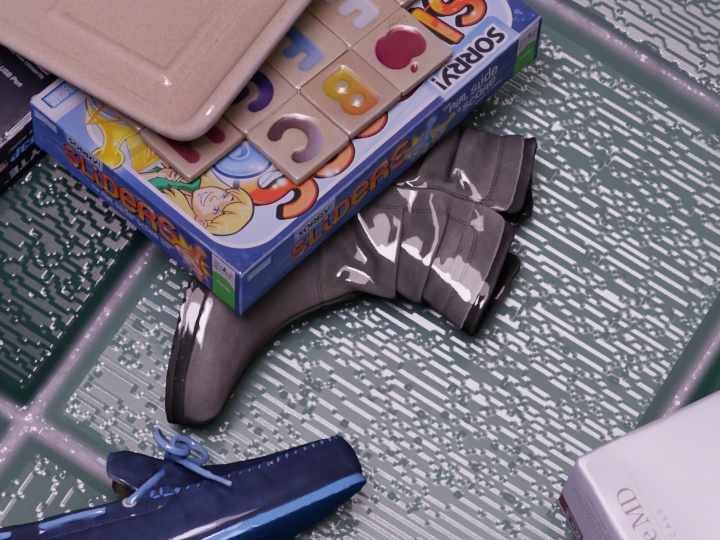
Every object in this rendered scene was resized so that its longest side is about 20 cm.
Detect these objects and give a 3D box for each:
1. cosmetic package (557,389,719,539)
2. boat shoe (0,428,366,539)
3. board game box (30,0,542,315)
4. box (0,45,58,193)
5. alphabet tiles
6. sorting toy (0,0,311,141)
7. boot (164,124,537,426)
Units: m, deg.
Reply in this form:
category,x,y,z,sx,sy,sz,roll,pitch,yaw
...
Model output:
category,x,y,z,sx,sy,sz,roll,pitch,yaw
cosmetic package,0.201,0.095,1.148,0.200,0.074,0.102,-25,72,-13
boat shoe,-0.097,0.107,1.120,0.200,0.084,0.069,-20,72,-13
board game box,-0.032,-0.087,1.165,0.135,0.034,0.200,38,64,20
box,-0.250,-0.101,1.208,0.200,0.046,0.159,41,72,12
alphabet tiles,-0.062,-0.131,1.160,0.166,0.006,0.200,-40,70,-22
sorting toy,-0.102,-0.160,1.155,0.200,0.036,0.185,27,63,17
boot,0.000,0.000,1.172,0.131,0.068,0.200,23,68,8
